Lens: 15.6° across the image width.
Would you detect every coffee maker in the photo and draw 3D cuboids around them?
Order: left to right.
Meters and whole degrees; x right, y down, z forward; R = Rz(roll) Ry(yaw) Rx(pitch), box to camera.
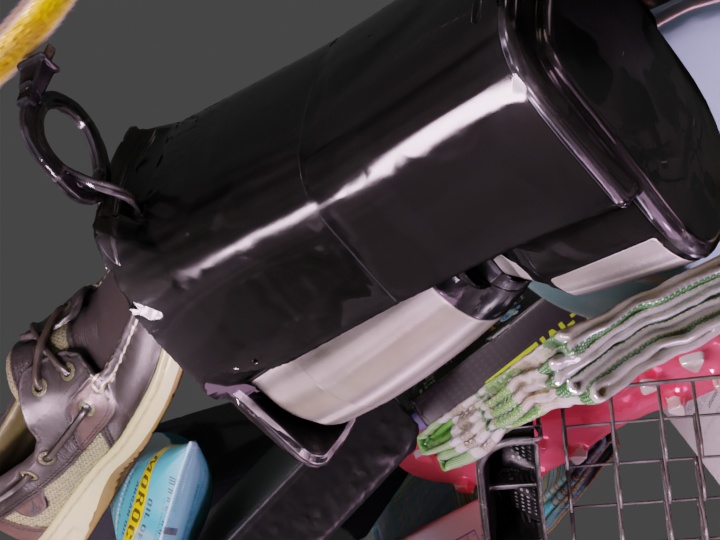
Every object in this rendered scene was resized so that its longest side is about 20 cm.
[{"bbox_3d":[0.008,-0.040,0.974,0.199,0.135,0.192,-30,141,30],"label":"coffee maker"}]

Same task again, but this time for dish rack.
[{"bbox_3d":[0.158,0.114,1.260,0.198,0.055,0.154,-5,129,5],"label":"dish rack"}]

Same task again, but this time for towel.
[{"bbox_3d":[0.067,0.111,1.424,0.022,0.147,0.200,21,123,-24],"label":"towel"},{"bbox_3d":[0.111,0.031,1.029,0.148,0.031,0.200,-24,173,-17],"label":"towel"}]

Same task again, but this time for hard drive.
[{"bbox_3d":[-0.048,0.120,1.191,0.140,0.033,0.200,-45,-177,-14],"label":"hard drive"},{"bbox_3d":[-0.050,0.115,1.375,0.199,0.042,0.135,-11,145,-43],"label":"hard drive"}]

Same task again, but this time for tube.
[{"bbox_3d":[-0.086,0.105,1.153,0.200,0.050,0.078,-171,-89,-84],"label":"tube"}]

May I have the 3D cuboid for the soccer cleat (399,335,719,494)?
[{"bbox_3d":[0.103,0.051,1.311,0.199,0.077,0.067,-24,137,30],"label":"soccer cleat"}]

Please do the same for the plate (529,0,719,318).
[{"bbox_3d":[0.144,-0.058,1.102,0.199,0.026,0.201,-10,122,-16],"label":"plate"}]

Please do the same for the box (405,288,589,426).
[{"bbox_3d":[0.103,-0.002,1.254,0.193,0.048,0.200,-37,-170,3],"label":"box"}]

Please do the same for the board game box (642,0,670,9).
[{"bbox_3d":[0.079,-0.167,0.957,0.135,0.028,0.200,-23,138,17],"label":"board game box"}]

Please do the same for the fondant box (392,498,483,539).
[{"bbox_3d":[-0.017,0.183,1.309,0.144,0.059,0.200,-30,175,35],"label":"fondant box"}]

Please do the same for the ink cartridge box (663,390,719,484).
[{"bbox_3d":[0.205,0.032,1.374,0.115,0.200,0.068,-21,151,-28],"label":"ink cartridge box"}]

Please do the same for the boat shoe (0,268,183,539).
[{"bbox_3d":[-0.123,0.051,1.142,0.064,0.073,0.201,14,126,-18],"label":"boat shoe"}]
